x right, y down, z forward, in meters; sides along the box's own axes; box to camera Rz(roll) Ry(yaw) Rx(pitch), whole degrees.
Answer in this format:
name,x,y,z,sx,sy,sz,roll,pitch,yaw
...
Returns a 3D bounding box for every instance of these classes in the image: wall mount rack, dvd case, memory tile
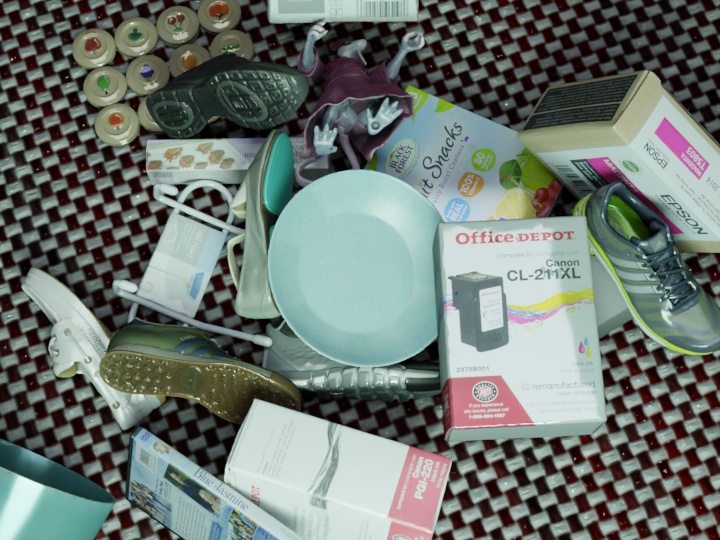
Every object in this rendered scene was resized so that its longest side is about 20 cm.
name,x,y,z,sx,sy,sz,roll,pitch,yaw
wall mount rack,-0.158,-0.002,1.383,0.174,0.075,0.200,22,74,-7
dvd case,-0.142,0.240,1.267,0.200,0.143,0.018,32,56,10
memory tile,-0.216,-0.228,1.488,0.200,0.017,0.153,-17,72,-6

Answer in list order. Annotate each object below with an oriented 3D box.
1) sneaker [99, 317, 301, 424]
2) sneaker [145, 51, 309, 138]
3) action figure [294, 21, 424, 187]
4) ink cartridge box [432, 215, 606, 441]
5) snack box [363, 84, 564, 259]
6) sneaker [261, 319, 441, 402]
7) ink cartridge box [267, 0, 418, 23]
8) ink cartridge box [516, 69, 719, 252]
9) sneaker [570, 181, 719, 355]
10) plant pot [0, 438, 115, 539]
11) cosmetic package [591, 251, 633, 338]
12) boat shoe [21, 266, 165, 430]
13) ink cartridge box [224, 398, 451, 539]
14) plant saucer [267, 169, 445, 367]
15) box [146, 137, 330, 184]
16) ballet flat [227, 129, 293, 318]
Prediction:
name,x,y,z,sx,sy,sz,roll,pitch,yaw
sneaker,-0.153,0.092,1.313,0.200,0.067,0.090,14,29,-6
sneaker,-0.135,-0.198,1.394,0.200,0.076,0.091,0,41,33
action figure,-0.005,-0.188,1.421,0.134,0.149,0.200,8,29,-13
ink cartridge box,0.146,0.054,1.247,0.146,0.083,0.200,-3,74,0
snack box,0.104,-0.081,1.410,0.200,0.068,0.169,24,74,10
sneaker,-0.006,0.073,1.357,0.200,0.075,0.116,-1,69,1
ink cartridge box,-0.020,-0.324,1.466,0.162,0.200,0.050,-1,115,0
ink cartridge box,0.281,-0.103,1.324,0.200,0.165,0.075,41,74,-22
sneaker,0.281,-0.002,1.266,0.074,0.081,0.200,-38,79,-13
plant pot,-0.357,0.251,1.243,0.200,0.201,0.161,24,84,8
cosmetic package,0.205,0.043,1.348,0.200,0.107,0.090,-28,75,-7
boat shoe,-0.290,0.081,1.356,0.069,0.071,0.200,-43,78,-14
ink cartridge box,-0.024,0.214,1.267,0.200,0.146,0.085,15,58,5
plant saucer,0.000,0.000,1.327,0.201,0.039,0.201,4,78,-17
box,-0.133,-0.120,1.439,0.200,0.041,0.039,-1,71,1
ballet flat,-0.106,-0.048,1.341,0.064,0.067,0.200,-7,72,19
